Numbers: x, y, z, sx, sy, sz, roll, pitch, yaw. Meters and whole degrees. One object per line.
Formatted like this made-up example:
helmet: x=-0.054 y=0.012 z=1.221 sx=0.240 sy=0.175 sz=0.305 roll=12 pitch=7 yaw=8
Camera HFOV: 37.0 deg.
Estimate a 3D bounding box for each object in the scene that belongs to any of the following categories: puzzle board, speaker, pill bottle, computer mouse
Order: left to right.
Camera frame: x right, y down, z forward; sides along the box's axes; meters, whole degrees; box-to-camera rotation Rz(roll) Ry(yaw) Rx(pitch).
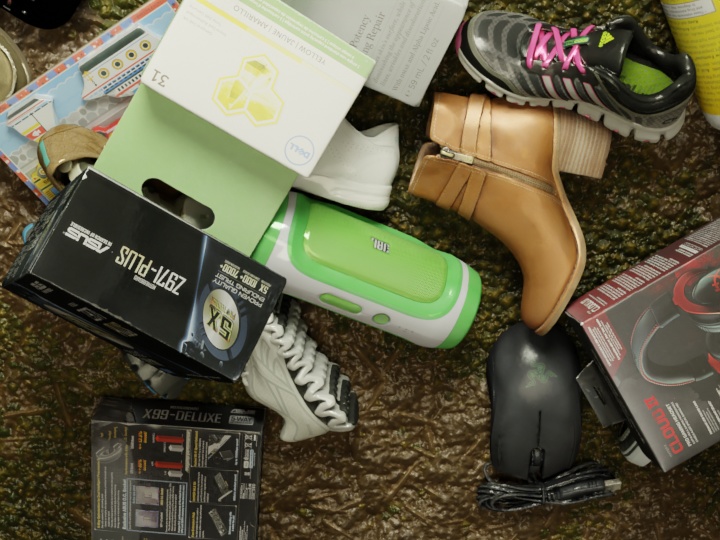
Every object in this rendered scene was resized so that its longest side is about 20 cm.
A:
puzzle board: x=-0.195 y=-0.117 z=0.896 sx=0.200 sy=0.017 sz=0.151 roll=-31 pitch=124 yaw=10
speaker: x=0.000 y=0.000 z=0.919 sx=0.200 sy=0.088 sz=0.089 roll=21 pitch=110 yaw=-15
computer mouse: x=0.170 y=0.144 z=1.001 sx=0.138 sy=0.053 sz=0.200 roll=-7 pitch=111 yaw=3
pill bottle: x=0.310 y=-0.178 z=0.847 sx=0.111 sy=0.111 sz=0.200 roll=-24 pitch=109 yaw=9

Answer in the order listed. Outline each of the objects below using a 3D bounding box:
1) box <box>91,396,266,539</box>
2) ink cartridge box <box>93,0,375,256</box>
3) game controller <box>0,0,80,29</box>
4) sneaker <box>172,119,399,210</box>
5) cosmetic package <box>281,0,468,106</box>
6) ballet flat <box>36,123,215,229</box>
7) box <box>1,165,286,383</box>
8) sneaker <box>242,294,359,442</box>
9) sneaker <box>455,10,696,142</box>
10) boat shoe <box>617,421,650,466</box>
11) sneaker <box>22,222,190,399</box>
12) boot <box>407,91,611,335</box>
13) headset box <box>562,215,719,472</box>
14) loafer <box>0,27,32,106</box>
box: x=-0.175 y=0.224 z=1.031 sx=0.157 sy=0.050 sz=0.200 roll=4 pitch=111 yaw=-2
ink cartridge box: x=-0.102 y=-0.108 z=0.808 sx=0.145 sy=0.048 sz=0.200 roll=30 pitch=96 yaw=-14
game controller: x=-0.302 y=-0.276 z=0.842 sx=0.200 sy=0.042 sz=0.104 roll=31 pitch=108 yaw=-11
sneaker: x=-0.061 y=-0.113 z=0.889 sx=0.200 sy=0.075 sz=0.089 roll=11 pitch=100 yaw=-24
cosmetic package: x=-0.024 y=-0.218 z=0.838 sx=0.200 sy=0.074 sz=0.102 roll=20 pitch=128 yaw=-9
ballet flat: x=-0.172 y=-0.056 z=0.888 sx=0.200 sy=0.072 sz=0.068 roll=28 pitch=114 yaw=-26
box: x=-0.172 y=0.010 z=0.820 sx=0.164 sy=0.200 sz=0.086 roll=31 pitch=75 yaw=-19
sneaker: x=-0.080 y=0.074 z=0.966 sx=0.081 sy=0.075 sz=0.200 roll=-24 pitch=109 yaw=18
sneaker: x=0.175 y=-0.167 z=0.847 sx=0.200 sy=0.087 sz=0.074 roll=20 pitch=68 yaw=-1
boat shoe: x=0.267 y=0.077 z=0.975 sx=0.071 sy=0.072 sz=0.200 roll=19 pitch=99 yaw=1
sneaker: x=-0.210 y=0.021 z=0.951 sx=0.082 sy=0.073 sz=0.200 roll=-44 pitch=112 yaw=-2
boot: x=0.116 y=-0.050 z=0.912 sx=0.155 sy=0.077 sz=0.200 roll=9 pitch=109 yaw=-5
headset box: x=0.277 y=0.060 z=0.897 sx=0.200 sy=0.075 sz=0.149 roll=-30 pitch=98 yaw=3
loafer: x=-0.357 y=-0.194 z=0.859 sx=0.200 sy=0.067 sz=0.076 roll=36 pitch=107 yaw=-13
